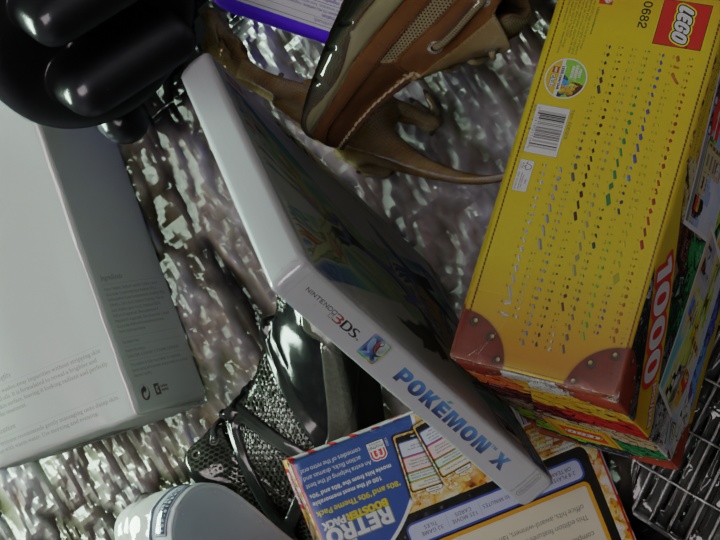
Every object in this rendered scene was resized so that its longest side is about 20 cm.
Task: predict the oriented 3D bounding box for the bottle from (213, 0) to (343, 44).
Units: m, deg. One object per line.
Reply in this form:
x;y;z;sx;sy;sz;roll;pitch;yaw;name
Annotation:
-0.042;-0.170;0.905;0.200;0.084;0.065;22;137;23;bottle

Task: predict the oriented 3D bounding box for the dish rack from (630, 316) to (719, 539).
0.235;0.100;0.812;0.200;0.055;0.153;29;103;22;dish rack

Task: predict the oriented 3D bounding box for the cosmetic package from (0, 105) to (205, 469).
-0.182;0.002;0.984;0.113;0.081;0.200;-20;84;24;cosmetic package

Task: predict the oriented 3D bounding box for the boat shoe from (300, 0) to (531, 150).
0.040;-0.122;0.756;0.074;0.076;0.200;28;133;-11;boat shoe

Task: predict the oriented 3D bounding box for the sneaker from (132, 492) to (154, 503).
-0.144;0.219;0.986;0.088;0.074;0.200;33;97;19;sneaker

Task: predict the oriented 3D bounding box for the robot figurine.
-0.160;-0.147;0.867;0.200;0.125;0.150;35;116;50;robot figurine

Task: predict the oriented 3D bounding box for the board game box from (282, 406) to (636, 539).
0.067;0.161;0.855;0.151;0.046;0.200;-20;85;-7;board game box

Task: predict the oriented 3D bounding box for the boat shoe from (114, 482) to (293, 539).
-0.057;0.186;0.908;0.086;0.202;0.075;-13;44;45;boat shoe

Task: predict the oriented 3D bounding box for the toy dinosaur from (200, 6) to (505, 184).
0.000;-0.071;0.881;0.200;0.101;0.058;29;105;21;toy dinosaur

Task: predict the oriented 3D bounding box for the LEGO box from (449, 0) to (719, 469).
0.122;-0.027;0.769;0.077;0.149;0.200;13;79;24;LEGO box

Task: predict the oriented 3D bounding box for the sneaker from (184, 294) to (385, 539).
-0.047;0.063;0.926;0.114;0.076;0.200;-4;97;19;sneaker

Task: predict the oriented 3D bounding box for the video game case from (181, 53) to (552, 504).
0.000;0.000;0.798;0.022;0.182;0.200;-41;35;10;video game case
